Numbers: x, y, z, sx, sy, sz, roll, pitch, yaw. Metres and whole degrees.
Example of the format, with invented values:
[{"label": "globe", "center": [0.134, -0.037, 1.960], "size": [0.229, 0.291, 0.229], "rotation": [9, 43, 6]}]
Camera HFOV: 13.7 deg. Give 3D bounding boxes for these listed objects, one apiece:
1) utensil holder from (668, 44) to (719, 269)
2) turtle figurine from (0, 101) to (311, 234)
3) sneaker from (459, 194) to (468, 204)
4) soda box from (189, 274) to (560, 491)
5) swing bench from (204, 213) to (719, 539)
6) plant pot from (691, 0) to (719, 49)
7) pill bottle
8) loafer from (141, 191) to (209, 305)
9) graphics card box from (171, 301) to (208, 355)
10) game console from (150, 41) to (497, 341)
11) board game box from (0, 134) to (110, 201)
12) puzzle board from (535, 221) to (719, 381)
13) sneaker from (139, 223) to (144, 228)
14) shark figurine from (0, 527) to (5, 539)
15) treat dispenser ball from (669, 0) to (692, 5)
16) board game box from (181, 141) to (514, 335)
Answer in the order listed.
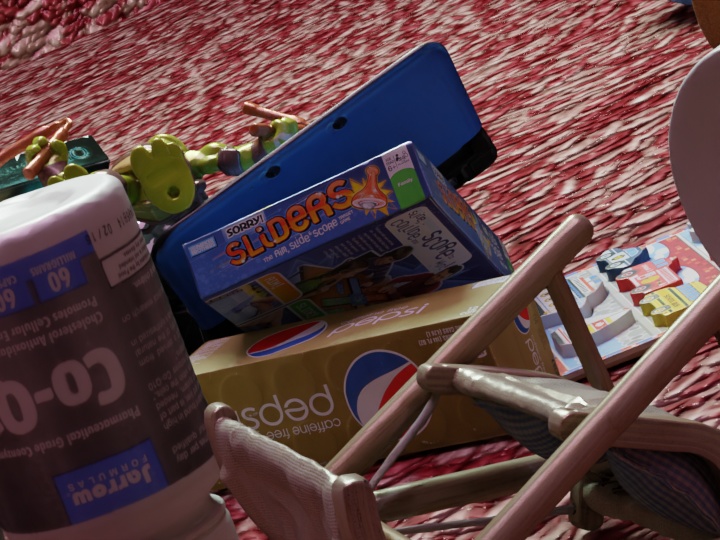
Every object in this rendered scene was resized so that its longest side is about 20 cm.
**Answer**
[{"label": "utensil holder", "center": [0.275, -0.079, 1.490], "size": [0.200, 0.170, 0.170], "rotation": [-32, 17, -34]}, {"label": "turtle figurine", "center": [-0.129, -0.051, 1.690], "size": [0.200, 0.064, 0.161], "rotation": [-4, 9, 8]}, {"label": "sneaker", "center": [0.029, -0.021, 1.814], "size": [0.075, 0.085, 0.200], "rotation": [-25, 13, -21]}, {"label": "soda box", "center": [-0.002, 0.060, 1.552], "size": [0.200, 0.068, 0.064], "rotation": [-13, 14, 30]}, {"label": "swing bench", "center": [0.065, 0.082, 1.219], "size": [0.200, 0.130, 0.199], "rotation": [-28, 14, -12]}, {"label": "plant pot", "center": [0.353, -0.242, 2.102], "size": [0.200, 0.187, 0.186], "rotation": [3, 22, 29]}, {"label": "pill bottle", "center": [-0.132, 0.066, 1.422], "size": [0.114, 0.200, 0.114], "rotation": [-20, 11, 4]}, {"label": "loafer", "center": [-0.101, -0.025, 1.841], "size": [0.200, 0.070, 0.068], "rotation": [-22, 13, -11]}, {"label": "graphics card box", "center": [-0.081, 0.015, 1.920], "size": [0.125, 0.051, 0.200], "rotation": [-8, 18, 41]}, {"label": "game console", "center": [-0.035, -0.059, 1.712], "size": [0.200, 0.118, 0.171], "rotation": [-36, 29, -3]}, {"label": "board game box", "center": [-0.230, 0.013, 1.853], "size": [0.135, 0.200, 0.028], "rotation": [-18, 51, -29]}, {"label": "puzzle board", "center": [0.161, 0.009, 1.638], "size": [0.151, 0.017, 0.200], "rotation": [-21, 12, -3]}, {"label": "sneaker", "center": [-0.208, 0.025, 1.996], "size": [0.200, 0.081, 0.088], "rotation": [-30, 12, 36]}, {"label": "shark figurine", "center": [-0.192, 0.120, 1.525], "size": [0.089, 0.215, 0.128], "rotation": [25, -4, 19]}, {"label": "treat dispenser ball", "center": [0.281, -0.315, 2.428], "size": [0.201, 0.201, 0.201], "rotation": [-19, 12, 4]}, {"label": "board game box", "center": [0.000, 0.000, 1.629], "size": [0.135, 0.034, 0.200], "rotation": [-24, -21, 9]}]
